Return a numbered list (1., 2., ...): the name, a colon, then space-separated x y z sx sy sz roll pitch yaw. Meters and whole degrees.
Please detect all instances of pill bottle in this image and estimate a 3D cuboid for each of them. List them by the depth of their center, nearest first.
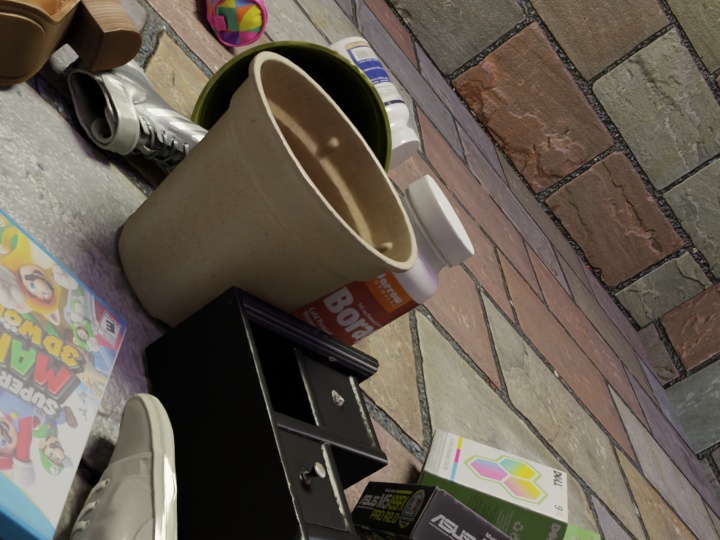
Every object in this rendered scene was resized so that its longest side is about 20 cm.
1. pill bottle: 0.000 0.000 0.833 0.113 0.199 0.112 54 13 -19
2. pill bottle: 0.008 -0.263 1.445 0.201 0.115 0.116 61 19 13

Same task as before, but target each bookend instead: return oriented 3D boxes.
1. bookend: -0.044 0.144 0.666 0.198 0.092 0.201 33 30 -50

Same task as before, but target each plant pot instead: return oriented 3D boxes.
1. plant pot: -0.085 -0.037 0.721 0.201 0.183 0.201 48 19 -23
2. plant pot: -0.075 -0.150 0.966 0.201 0.200 0.193 50 8 -17

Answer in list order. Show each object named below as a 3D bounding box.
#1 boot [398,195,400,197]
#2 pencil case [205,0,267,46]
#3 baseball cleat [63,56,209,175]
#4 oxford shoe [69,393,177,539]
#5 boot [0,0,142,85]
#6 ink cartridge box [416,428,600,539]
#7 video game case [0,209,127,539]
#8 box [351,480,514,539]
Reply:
1. boot: 0.002 -0.049 1.044 0.068 0.130 0.201 19 41 -62
2. pencil case: -0.180 -0.394 1.252 0.088 0.088 0.201 40 22 -39
3. baseball cleat: -0.183 -0.111 0.807 0.200 0.070 0.107 41 28 -14
4. oxford shoe: -0.133 0.144 0.494 0.057 0.076 0.201 7 37 -17
5. boot: -0.287 -0.229 0.716 0.155 0.077 0.199 48 38 17
6. ink cartridge box: 0.154 0.235 0.900 0.198 0.060 0.104 19 17 7
7. video game case: -0.211 0.047 0.524 0.143 0.018 0.201 48 20 -25
8. box: 0.099 0.242 0.720 0.199 0.044 0.160 36 -19 -7
